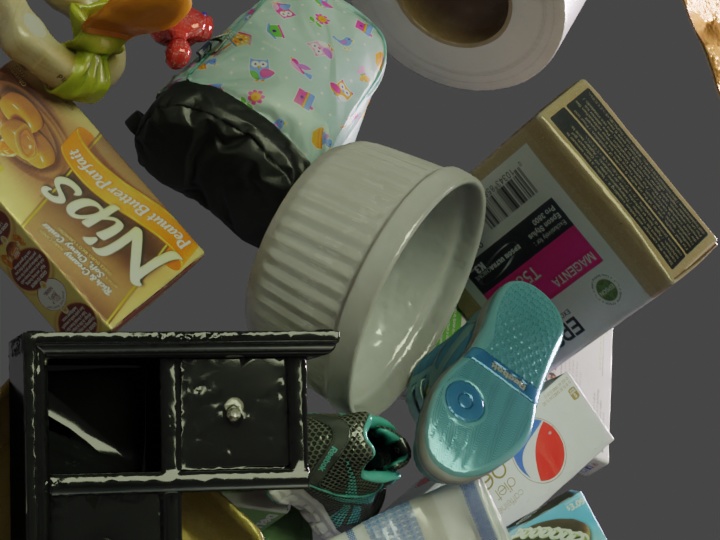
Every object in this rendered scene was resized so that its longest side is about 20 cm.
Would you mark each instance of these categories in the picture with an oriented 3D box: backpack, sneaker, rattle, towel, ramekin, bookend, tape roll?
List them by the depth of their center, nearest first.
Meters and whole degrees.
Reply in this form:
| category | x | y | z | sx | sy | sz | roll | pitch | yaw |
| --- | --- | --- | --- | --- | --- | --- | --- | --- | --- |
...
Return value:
| category | x | y | z | sx | sy | sz | roll | pitch | yaw |
| --- | --- | --- | --- | --- | --- | --- | --- | --- | --- |
| bookend | -0.118 | 0.139 | 1.320 | 0.198 | 0.092 | 0.201 | 1 | 85 | -15 |
| towel | 0.026 | 0.244 | 1.471 | 0.199 | 0.024 | 0.148 | -24 | 85 | -7 |
| sneaker | -0.003 | 0.142 | 1.496 | 0.200 | 0.091 | 0.078 | 39 | 41 | -69 |
| sneaker | 0.071 | 0.106 | 1.545 | 0.079 | 0.131 | 0.200 | 42 | 44 | -4 |
| rattle | -0.201 | -0.232 | 1.551 | 0.130 | 0.143 | 0.201 | 21 | 39 | -21 |
| ramekin | 0.000 | 0.000 | 1.561 | 0.105 | 0.201 | 0.200 | 27 | 44 | 18 |
| backpack | -0.064 | -0.126 | 1.635 | 0.167 | 0.127 | 0.200 | 40 | 45 | -6 |
| tape roll | 0.101 | -0.273 | 1.791 | 0.203 | 0.203 | 0.139 | 41 | 48 | -10 |

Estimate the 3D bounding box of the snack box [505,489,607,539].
| category | x | y | z | sx | sy | sz | roll | pitch | yaw |
| --- | --- | --- | --- | --- | --- | --- | --- | --- | --- |
| snack box | 0.096 | 0.255 | 1.507 | 0.199 | 0.037 | 0.117 | -29 | 90 | -7 |

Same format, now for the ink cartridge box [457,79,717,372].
| category | x | y | z | sx | sy | sz | roll | pitch | yaw |
| --- | --- | --- | --- | --- | --- | --- | --- | --- | --- |
| ink cartridge box | 0.149 | -0.025 | 1.634 | 0.165 | 0.200 | 0.075 | 51 | 47 | 2 |

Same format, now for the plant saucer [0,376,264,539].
| category | x | y | z | sx | sy | sz | roll | pitch | yaw |
| --- | --- | --- | --- | --- | --- | --- | --- | --- | --- |
| plant saucer | -0.197 | 0.183 | 1.367 | 0.200 | 0.048 | 0.200 | 44 | 75 | -6 |

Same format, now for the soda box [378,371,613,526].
| category | x | y | z | sx | sy | sz | roll | pitch | yaw |
| --- | --- | --- | --- | --- | --- | --- | --- | --- | --- |
| soda box | 0.098 | 0.162 | 1.601 | 0.200 | 0.064 | 0.068 | -37 | 93 | -32 |

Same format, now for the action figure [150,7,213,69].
| category | x | y | z | sx | sy | sz | roll | pitch | yaw |
| --- | --- | --- | --- | --- | --- | --- | --- | --- | --- |
| action figure | -0.150 | -0.207 | 1.621 | 0.065 | 0.052 | 0.200 | 19 | 25 | -22 |

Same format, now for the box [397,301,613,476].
| category | x | y | z | sx | sy | sz | roll | pitch | yaw |
| --- | --- | --- | --- | --- | --- | --- | --- | --- | --- |
| box | 0.117 | 0.068 | 1.716 | 0.199 | 0.036 | 0.145 | 25 | 52 | -24 |

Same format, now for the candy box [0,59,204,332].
| category | x | y | z | sx | sy | sz | roll | pitch | yaw |
| --- | --- | --- | --- | --- | --- | --- | --- | --- | --- |
| candy box | -0.220 | -0.048 | 1.521 | 0.200 | 0.055 | 0.115 | 50 | 46 | -1 |

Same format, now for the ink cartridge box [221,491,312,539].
| category | x | y | z | sx | sy | sz | roll | pitch | yaw |
| --- | --- | --- | --- | --- | --- | --- | --- | --- | --- |
| ink cartridge box | -0.107 | 0.128 | 1.497 | 0.199 | 0.059 | 0.104 | 12 | 58 | -30 |
